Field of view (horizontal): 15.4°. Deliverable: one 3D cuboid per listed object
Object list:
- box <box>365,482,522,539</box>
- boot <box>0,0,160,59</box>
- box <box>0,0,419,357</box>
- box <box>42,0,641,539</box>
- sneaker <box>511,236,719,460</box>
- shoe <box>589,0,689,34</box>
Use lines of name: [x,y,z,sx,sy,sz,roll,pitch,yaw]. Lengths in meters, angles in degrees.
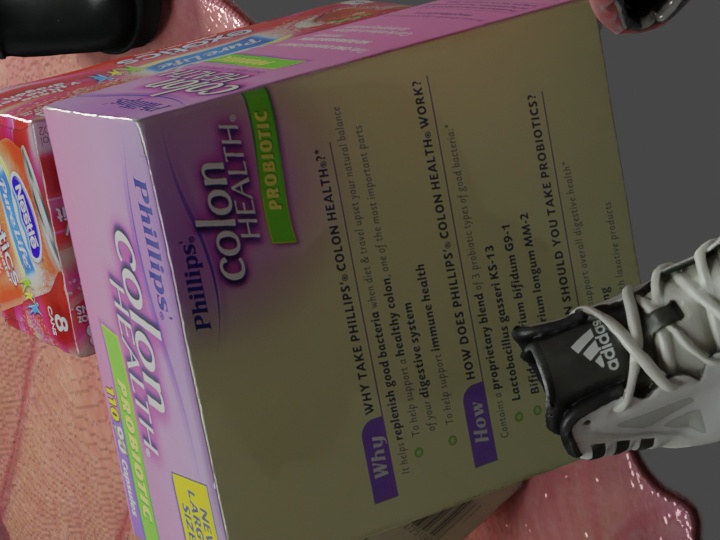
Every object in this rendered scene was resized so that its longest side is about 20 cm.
box: [-0.016,0.038,1.199,0.200,0.068,0.082,54,-170,33]
boot: [-0.211,-0.133,1.410,0.198,0.162,0.074,8,114,62]
box: [-0.053,-0.043,1.110,0.095,0.199,0.100,18,121,61]
box: [0.000,0.000,1.032,0.097,0.199,0.177,12,116,60]
sneaker: [0.122,0.020,0.897,0.076,0.115,0.201,65,152,17]
shoe: [0.101,-0.168,0.890,0.091,0.071,0.200,56,153,23]
